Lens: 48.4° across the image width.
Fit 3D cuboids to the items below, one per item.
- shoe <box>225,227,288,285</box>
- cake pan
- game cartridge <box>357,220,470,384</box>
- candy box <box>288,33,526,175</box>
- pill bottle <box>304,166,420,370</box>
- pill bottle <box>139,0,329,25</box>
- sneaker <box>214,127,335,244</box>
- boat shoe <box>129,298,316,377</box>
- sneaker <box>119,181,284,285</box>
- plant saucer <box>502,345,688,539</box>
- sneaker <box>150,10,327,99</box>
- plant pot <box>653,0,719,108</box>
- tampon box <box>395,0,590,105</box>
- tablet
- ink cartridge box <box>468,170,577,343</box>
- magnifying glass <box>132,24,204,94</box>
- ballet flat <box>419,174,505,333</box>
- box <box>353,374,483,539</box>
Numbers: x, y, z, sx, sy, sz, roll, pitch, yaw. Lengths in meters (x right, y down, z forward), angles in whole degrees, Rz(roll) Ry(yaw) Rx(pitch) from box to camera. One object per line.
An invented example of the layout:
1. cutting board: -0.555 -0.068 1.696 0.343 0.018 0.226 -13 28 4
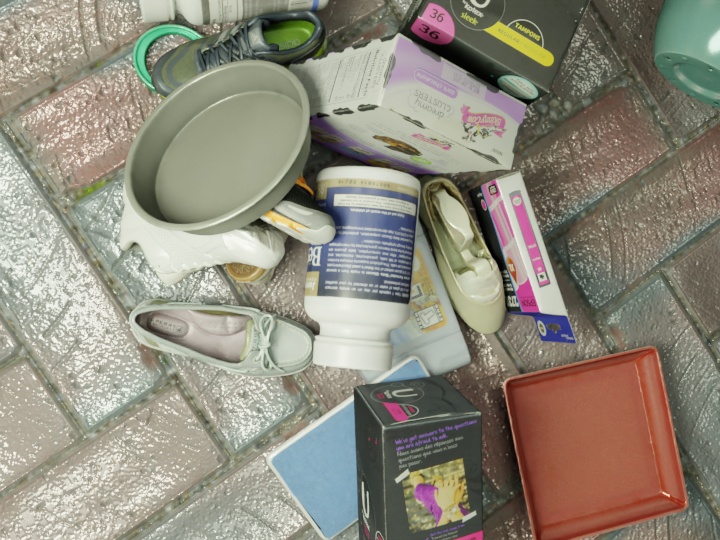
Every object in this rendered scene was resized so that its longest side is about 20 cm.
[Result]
1. shoe: -0.103 -0.080 0.882 0.070 0.053 0.200 6 80 29
2. cake pan: -0.134 -0.116 0.774 0.200 0.037 0.200 -11 57 18
3. game cartridge: 0.031 0.037 0.907 0.133 0.042 0.200 -22 91 -16
4. candy box: 0.035 -0.158 0.811 0.168 0.200 0.072 19 83 -34
5. pill bottle: 0.000 0.000 0.829 0.111 0.111 0.200 6 85 -11
6. pill bottle: -0.140 -0.324 0.854 0.200 0.114 0.114 -10 89 -12
7. sneaker: -0.092 -0.094 0.806 0.200 0.078 0.077 38 91 31
8. boat shoe: -0.144 0.071 0.853 0.202 0.065 0.074 15 84 -10
9. sneaker: -0.168 -0.026 0.833 0.200 0.078 0.099 20 99 26
10. plant saucer: 0.272 0.204 0.944 0.200 0.037 0.200 -11 89 -11
11. sneaker: -0.127 -0.235 0.848 0.200 0.081 0.074 -24 89 -12
12. plant pot: 0.441 -0.286 0.934 0.201 0.201 0.161 33 94 -8
13. tampon box: 0.123 -0.250 0.858 0.150 0.200 0.126 26 82 -8
14. tablet: 0.010 0.195 0.885 0.200 0.014 0.130 -34 109 -8
15. ink cartridge box: 0.182 -0.008 0.908 0.037 0.095 0.200 -21 91 -12
16. magnifying glass: -0.151 -0.222 0.893 0.200 0.022 0.080 10 84 -11
17. ballet flat: 0.118 -0.019 0.911 0.069 0.069 0.200 -27 92 -12
18. box: 0.058 0.226 0.833 0.106 0.122 0.200 -5 102 -14
